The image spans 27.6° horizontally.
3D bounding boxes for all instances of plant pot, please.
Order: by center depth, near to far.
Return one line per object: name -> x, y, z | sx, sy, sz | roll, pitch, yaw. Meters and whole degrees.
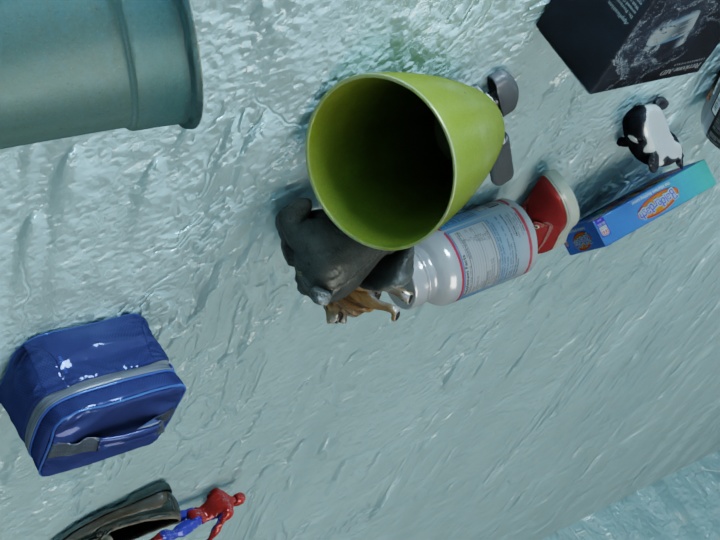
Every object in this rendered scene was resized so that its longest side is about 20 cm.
plant pot -> -0.242, -0.180, 1.099 | 0.195, 0.201, 0.201 | -16, 152, -17
plant pot -> 0.071, -0.139, 1.604 | 0.200, 0.187, 0.187 | -27, 160, -53

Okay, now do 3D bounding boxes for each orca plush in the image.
orca plush -> 0.398, -0.192, 2.062 | 0.200, 0.071, 0.106 | -9, 103, -62

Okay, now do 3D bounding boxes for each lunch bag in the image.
lunch bag -> -0.299, 0.148, 1.688 | 0.199, 0.133, 0.136 | -14, 149, -37

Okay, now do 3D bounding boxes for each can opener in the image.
can opener -> 0.169, -0.168, 1.791 | 0.066, 0.053, 0.200 | -31, 156, -8

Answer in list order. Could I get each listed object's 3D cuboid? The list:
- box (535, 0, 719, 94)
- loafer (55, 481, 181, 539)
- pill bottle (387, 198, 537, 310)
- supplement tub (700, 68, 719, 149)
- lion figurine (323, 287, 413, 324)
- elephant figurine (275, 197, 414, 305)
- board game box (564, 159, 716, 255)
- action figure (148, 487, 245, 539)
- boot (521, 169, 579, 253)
box -> 0.338, -0.318, 1.650 | 0.196, 0.118, 0.200 | -15, 151, -36
loafer -> -0.356, 0.380, 2.132 | 0.199, 0.063, 0.072 | -29, 155, -12
pill bottle -> 0.130, -0.018, 1.954 | 0.199, 0.109, 0.109 | -20, 153, -27
supplement tub -> 0.555, -0.257, 2.031 | 0.122, 0.123, 0.200 | -25, 155, -20
lion figurine -> 0.000, 0.000, 1.845 | 0.073, 0.122, 0.201 | -53, 158, -35
elephant figurine -> 0.011, -0.047, 1.696 | 0.199, 0.156, 0.142 | -19, 169, -10
board game box -> 0.409, -0.092, 2.176 | 0.199, 0.045, 0.152 | -29, -178, -12
action figure -> -0.269, 0.401, 2.282 | 0.199, 0.065, 0.099 | -20, 144, -26
boot -> 0.225, -0.057, 2.053 | 0.144, 0.073, 0.200 | -27, 159, -12
